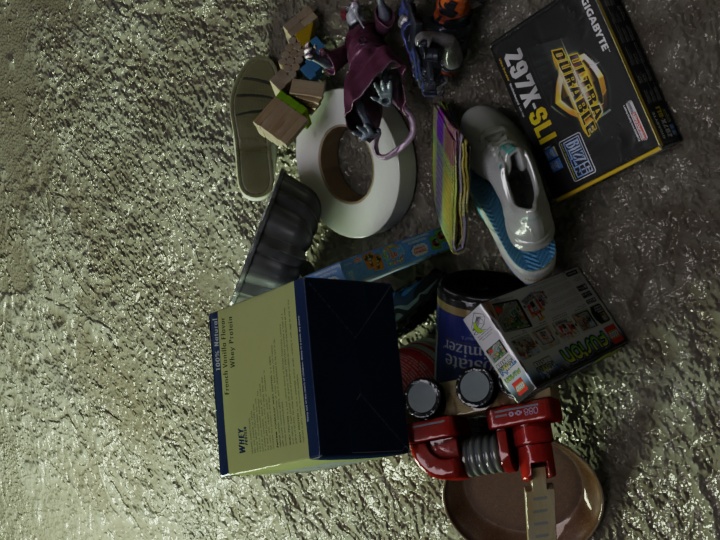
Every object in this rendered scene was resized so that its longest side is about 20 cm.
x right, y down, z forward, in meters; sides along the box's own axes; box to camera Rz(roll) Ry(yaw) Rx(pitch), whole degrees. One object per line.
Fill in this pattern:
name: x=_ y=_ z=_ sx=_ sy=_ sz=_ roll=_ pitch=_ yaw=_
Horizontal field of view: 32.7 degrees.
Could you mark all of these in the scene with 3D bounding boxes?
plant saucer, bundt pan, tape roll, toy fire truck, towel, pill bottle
plant saucer: x=0.200 y=0.273 z=1.519 sx=0.197 sy=0.037 sz=0.203 roll=5 pitch=121 yaw=8
bundt pan: x=-0.109 y=-0.030 z=1.655 sx=0.075 sy=0.203 sz=0.203 roll=20 pitch=126 yaw=-6
tape roll: x=-0.009 y=-0.146 z=1.651 sx=0.201 sy=0.037 sz=0.206 roll=18 pitch=115 yaw=42
toy fire truck: x=0.154 y=0.217 z=1.414 sx=0.174 sy=0.128 sz=0.203 roll=-13 pitch=75 yaw=18
towel: x=0.107 y=-0.114 z=1.463 sx=0.200 sy=0.022 sz=0.146 roll=-100 pitch=9 yaw=-71
pill bottle: x=0.039 y=0.170 z=1.582 sx=0.111 sy=0.199 sz=0.114 roll=18 pitch=118 yaw=37
pill bottle: x=0.146 y=0.110 z=1.522 sx=0.111 sy=0.111 sz=0.203 roll=18 pitch=116 yaw=41

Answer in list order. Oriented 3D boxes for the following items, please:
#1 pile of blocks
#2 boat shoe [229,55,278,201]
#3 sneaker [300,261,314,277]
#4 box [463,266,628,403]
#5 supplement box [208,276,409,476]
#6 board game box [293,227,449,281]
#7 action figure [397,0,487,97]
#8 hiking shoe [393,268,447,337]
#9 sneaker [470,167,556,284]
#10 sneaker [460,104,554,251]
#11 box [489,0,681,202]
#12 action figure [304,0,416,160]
pile of blocks: x=-0.079 y=-0.249 z=1.646 sx=0.081 sy=0.062 sz=0.202 roll=12 pitch=74 yaw=11
boat shoe: x=-0.151 y=-0.200 z=1.748 sx=0.068 sy=0.074 sz=0.203 roll=151 pitch=123 yaw=-84
sneaker: x=-0.078 y=0.091 z=1.747 sx=0.076 sy=0.089 sz=0.203 roll=-4 pitch=69 yaw=10
box: x=0.211 y=0.068 z=1.375 sx=0.035 sy=0.199 sz=0.111 roll=-45 pitch=71 yaw=40
supplement box: x=-0.064 y=0.129 z=1.437 sx=0.199 sy=0.133 sz=0.203 roll=-21 pitch=70 yaw=48
board game box: x=0.000 y=0.000 z=1.571 sx=0.151 sy=0.199 sz=0.037 roll=-22 pitch=88 yaw=47
action figure: x=0.109 y=-0.280 z=1.433 sx=0.202 sy=0.103 sz=0.195 roll=-97 pitch=22 yaw=-43
hiking shoe: x=0.025 y=0.052 z=1.608 sx=0.199 sy=0.074 sz=0.087 roll=-39 pitch=72 yaw=10
sneaker: x=0.172 y=-0.074 z=1.457 sx=0.081 sy=0.076 sz=0.202 roll=67 pitch=-175 yaw=-66
sneaker: x=0.167 y=-0.124 z=1.386 sx=0.089 sy=0.074 sz=0.202 roll=68 pitch=179 yaw=-59
box: x=0.246 y=-0.199 z=1.365 sx=0.159 sy=0.049 sz=0.202 roll=-27 pitch=83 yaw=49
action figure: x=0.018 y=-0.267 z=1.544 sx=0.133 sy=0.149 sz=0.202 roll=-31 pitch=45 yaw=21
